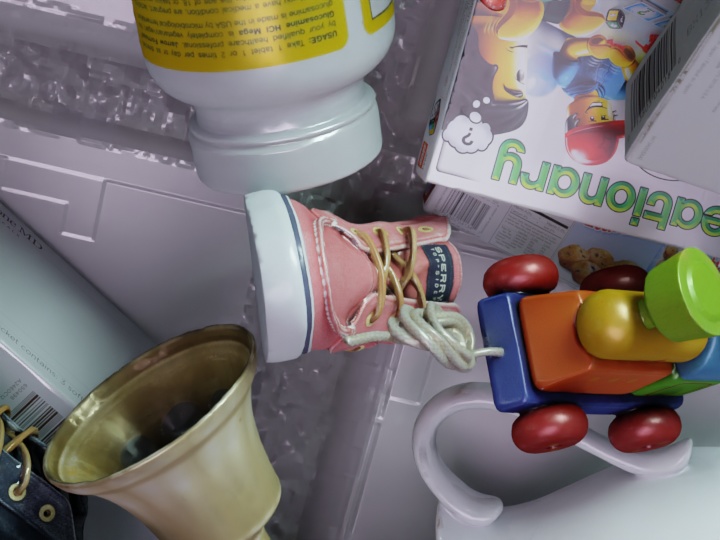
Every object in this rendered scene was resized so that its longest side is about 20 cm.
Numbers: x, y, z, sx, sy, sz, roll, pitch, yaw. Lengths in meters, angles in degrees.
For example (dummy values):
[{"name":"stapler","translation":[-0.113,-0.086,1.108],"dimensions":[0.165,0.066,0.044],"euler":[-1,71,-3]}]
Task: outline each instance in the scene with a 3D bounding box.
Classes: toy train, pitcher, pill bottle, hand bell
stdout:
[{"name":"toy train","translation":[0.102,0.024,0.827],"dimensions":[0.115,0.199,0.085],"euler":[-23,70,40]},{"name":"pitcher","translation":[0.128,0.127,0.947],"dimensions":[0.199,0.121,0.172],"euler":[-4,118,14]},{"name":"pill bottle","translation":[-0.046,-0.140,0.835],"dimensions":[0.112,0.113,0.201],"euler":[-7,113,4]},{"name":"hand bell","translation":[-0.040,0.132,0.853],"dimensions":[0.104,0.104,0.200],"euler":[-27,112,12]}]

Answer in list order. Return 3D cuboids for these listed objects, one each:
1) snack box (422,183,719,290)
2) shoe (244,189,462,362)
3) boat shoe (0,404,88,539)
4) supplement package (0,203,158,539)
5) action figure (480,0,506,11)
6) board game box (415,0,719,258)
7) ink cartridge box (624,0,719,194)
[{"name":"snack box","translation":[0.133,-0.017,0.934],"dimensions":[0.199,0.024,0.072],"euler":[27,110,-10]},{"name":"shoe","translation":[0.000,0.000,0.859],"dimensions":[0.090,0.200,0.072],"euler":[-7,86,0]},{"name":"boat shoe","translation":[-0.165,0.076,0.837],"dimensions":[0.090,0.071,0.201],"euler":[0,121,1]},{"name":"supplement package","translation":[-0.181,0.082,0.934],"dimensions":[0.156,0.111,0.200],"euler":[-41,107,17]},{"name":"action figure","translation":[0.094,-0.175,0.732],"dimensions":[0.065,0.099,0.200],"euler":[38,119,-10]},{"name":"board game box","translation":[0.137,-0.078,0.885],"dimensions":[0.199,0.035,0.127],"euler":[14,101,-8]},{"name":"ink cartridge box","translation":[0.223,-0.066,0.826],"dimensions":[0.199,0.051,0.109],"euler":[18,139,-11]}]
